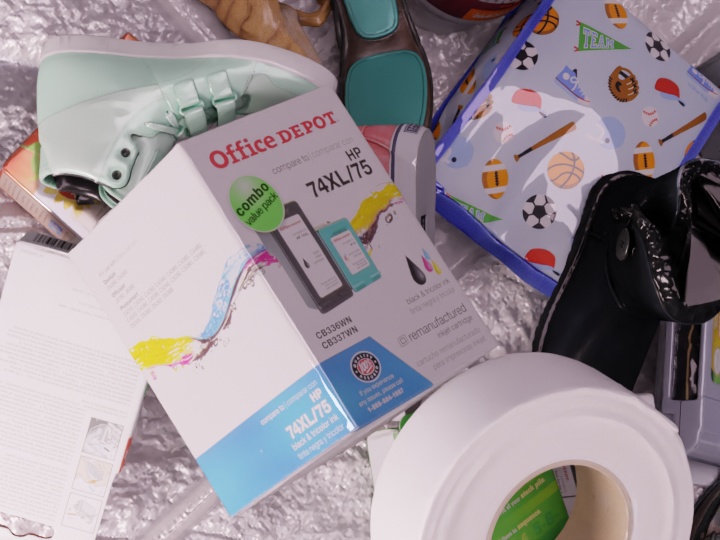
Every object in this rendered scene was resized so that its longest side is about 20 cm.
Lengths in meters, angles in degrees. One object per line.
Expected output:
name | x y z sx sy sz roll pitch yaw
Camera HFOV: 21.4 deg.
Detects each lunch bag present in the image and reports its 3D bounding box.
lunch bag | 0.141 -0.089 1.383 0.170 0.124 0.200 37 65 -9

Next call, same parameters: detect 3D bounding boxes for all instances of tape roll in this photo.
tape roll | 0.110 0.155 1.200 0.202 0.071 0.203 -8 109 -23

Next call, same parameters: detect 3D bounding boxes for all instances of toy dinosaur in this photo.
toy dinosaur | -0.062 -0.178 1.367 0.106 0.060 0.200 -41 67 -20

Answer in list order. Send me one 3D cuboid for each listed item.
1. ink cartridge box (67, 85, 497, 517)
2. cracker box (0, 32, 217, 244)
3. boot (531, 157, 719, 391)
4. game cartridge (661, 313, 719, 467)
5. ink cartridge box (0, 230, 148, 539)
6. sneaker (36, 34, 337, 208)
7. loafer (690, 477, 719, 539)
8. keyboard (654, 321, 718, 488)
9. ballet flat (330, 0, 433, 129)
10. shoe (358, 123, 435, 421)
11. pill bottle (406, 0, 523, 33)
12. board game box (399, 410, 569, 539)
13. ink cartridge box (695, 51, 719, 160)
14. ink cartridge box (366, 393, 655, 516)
ink cartridge box | -0.050 0.017 1.190 0.147 0.146 0.200 -27 82 -45
cracker box | -0.135 -0.047 1.328 0.200 0.058 0.134 42 74 -5
boot | 0.180 0.025 1.248 0.076 0.168 0.201 15 89 -11
game cartridge | 0.265 0.042 1.400 0.040 0.133 0.201 -1 80 29
ink cartridge box | -0.201 0.085 1.273 0.109 0.050 0.201 17 99 -4
sneaker | -0.117 -0.089 1.262 0.200 0.074 0.119 2 73 2
loafer | 0.258 0.233 1.388 0.072 0.063 0.200 37 73 -11
keyboard | 0.253 0.063 1.448 0.056 0.011 0.201 10 78 -20
ballet flat | 0.016 -0.152 1.369 0.068 0.068 0.201 -7 72 4
shoe | 0.000 0.000 1.291 0.091 0.071 0.201 3 95 17
pill bottle | 0.089 -0.239 1.352 0.109 0.200 0.110 3 79 -16
board game box | 0.095 0.179 1.281 0.095 0.030 0.201 -19 92 -18
ink cartridge box | 0.338 -0.091 1.426 0.083 0.146 0.200 -34 91 -20
ink cartridge box | 0.117 0.171 1.348 0.199 0.084 0.147 -7 83 -17
